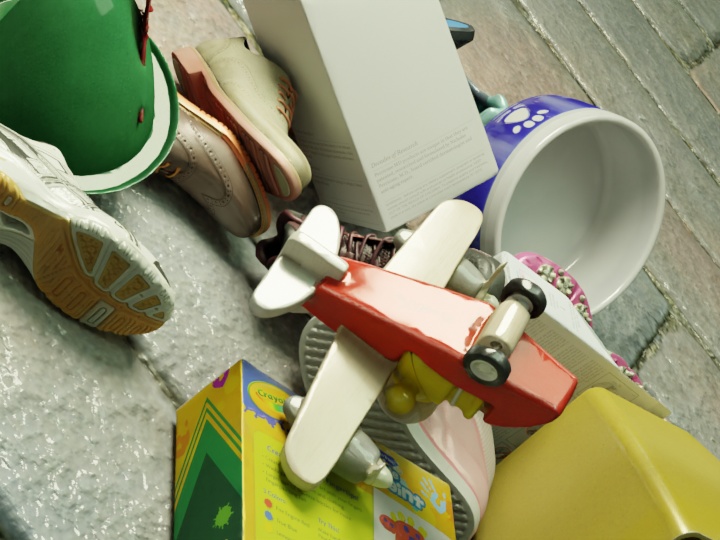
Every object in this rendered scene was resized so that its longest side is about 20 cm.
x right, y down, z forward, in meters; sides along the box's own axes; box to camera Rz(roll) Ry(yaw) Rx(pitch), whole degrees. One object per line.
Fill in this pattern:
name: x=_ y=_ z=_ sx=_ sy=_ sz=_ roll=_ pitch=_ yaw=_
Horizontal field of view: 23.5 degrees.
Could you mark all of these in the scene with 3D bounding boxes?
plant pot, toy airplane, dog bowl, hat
plant pot: x=0.199 y=0.209 z=1.312 sx=0.200 sy=0.200 sz=0.177 roll=27 pitch=31 yaw=-39
toy airplane: x=0.020 y=0.048 z=1.147 sx=0.199 sy=0.141 sz=0.200 roll=-15 pitch=51 yaw=-13
dog bowl: x=0.178 y=-0.056 z=1.575 sx=0.200 sy=0.201 sz=0.079 roll=26 pitch=4 yaw=-40
hat: x=-0.174 y=-0.179 z=1.160 sx=0.165 sy=0.176 sz=0.201 roll=3 pitch=60 yaw=-27

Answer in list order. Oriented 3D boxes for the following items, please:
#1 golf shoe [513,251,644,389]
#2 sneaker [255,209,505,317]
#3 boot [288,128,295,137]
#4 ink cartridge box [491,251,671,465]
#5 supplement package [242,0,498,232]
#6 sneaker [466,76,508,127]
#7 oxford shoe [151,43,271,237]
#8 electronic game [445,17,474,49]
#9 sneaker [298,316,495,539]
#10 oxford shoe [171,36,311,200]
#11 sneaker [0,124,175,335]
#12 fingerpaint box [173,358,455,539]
golf shoe: x=0.170 y=0.066 z=1.528 sx=0.075 sy=0.091 sz=0.200 roll=-44 pitch=115 yaw=-22
sneaker: x=0.000 y=0.000 z=1.266 sx=0.115 sy=0.199 sz=0.076 roll=33 pitch=65 yaw=-43
boot: x=-0.020 y=-0.109 z=1.489 sx=0.200 sy=0.074 sz=0.155 roll=-21 pitch=84 yaw=-52
ink cartridge box: x=0.119 y=0.088 z=1.361 sx=0.200 sy=0.162 sz=0.057 roll=33 pitch=34 yaw=-34
supplement package: x=0.008 y=-0.149 z=1.392 sx=0.117 sy=0.117 sz=0.201 roll=18 pitch=-47 yaw=62
sneaker: x=0.053 y=-0.175 z=1.596 sx=0.199 sy=0.086 sz=0.078 roll=29 pitch=55 yaw=6
oxford shoe: x=-0.149 y=-0.092 z=1.293 sx=0.200 sy=0.071 sz=0.073 roll=47 pitch=51 yaw=-7
electronic game: x=0.007 y=-0.235 z=1.599 sx=0.199 sy=0.042 sz=0.200 roll=9 pitch=12 yaw=-2
sneaker: x=0.033 y=0.106 z=1.304 sx=0.201 sy=0.075 sz=0.105 roll=55 pitch=29 yaw=-5
oxford shoe: x=-0.079 y=-0.129 z=1.344 sx=0.200 sy=0.074 sz=0.071 roll=52 pitch=-18 yaw=41
sneaker: x=-0.197 y=-0.040 z=1.128 sx=0.200 sy=0.076 sz=0.088 roll=40 pitch=30 yaw=-23
fingerpaint box: x=-0.027 y=0.179 z=1.126 sx=0.200 sy=0.073 sz=0.167 roll=34 pitch=33 yaw=-31
